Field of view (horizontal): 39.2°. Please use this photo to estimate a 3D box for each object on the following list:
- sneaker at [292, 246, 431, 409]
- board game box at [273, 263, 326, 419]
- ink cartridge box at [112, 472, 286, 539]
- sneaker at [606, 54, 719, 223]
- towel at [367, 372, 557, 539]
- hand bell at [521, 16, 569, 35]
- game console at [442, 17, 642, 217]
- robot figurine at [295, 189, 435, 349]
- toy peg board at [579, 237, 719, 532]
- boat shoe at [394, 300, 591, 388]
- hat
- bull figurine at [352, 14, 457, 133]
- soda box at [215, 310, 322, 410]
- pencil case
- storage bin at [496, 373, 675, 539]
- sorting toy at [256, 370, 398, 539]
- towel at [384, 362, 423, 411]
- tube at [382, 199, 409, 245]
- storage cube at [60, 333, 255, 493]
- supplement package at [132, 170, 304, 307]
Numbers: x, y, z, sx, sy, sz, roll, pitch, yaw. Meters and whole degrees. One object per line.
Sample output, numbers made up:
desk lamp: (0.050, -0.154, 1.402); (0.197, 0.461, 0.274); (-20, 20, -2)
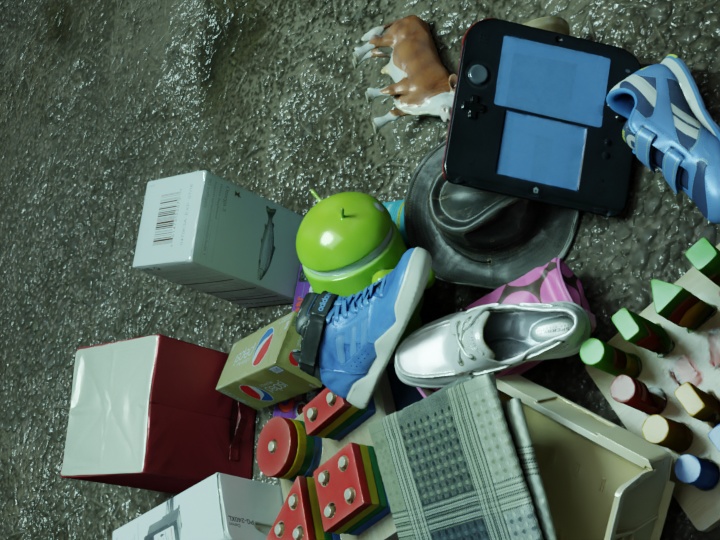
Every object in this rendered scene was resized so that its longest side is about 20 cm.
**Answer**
sneaker: (-0.007, 0.043, 1.029); (0.110, 0.077, 0.201); (28, 127, 5)
board game box: (-0.043, 0.090, 1.261); (0.119, 0.032, 0.203); (-3, 73, 45)
ink cartridge box: (-0.179, 0.325, 1.215); (0.199, 0.145, 0.084); (-32, 54, 29)
sneaker: (0.304, -0.120, 0.984); (0.081, 0.074, 0.202); (-16, 52, 2)
towel: (0.095, 0.208, 0.938); (0.192, 0.034, 0.202); (-31, 71, 48)
hand bell: (0.218, -0.161, 1.096); (0.104, 0.104, 0.202); (-31, 68, 29)
game console: (0.191, -0.159, 1.044); (0.031, 0.197, 0.179); (127, 153, -77)
robot figurine: (0.000, 0.000, 1.133); (0.115, 0.201, 0.175); (-36, 33, -16)
toy peg board: (0.309, 0.090, 0.904); (0.200, 0.097, 0.200); (-45, 50, 20)
boat shoe: (0.118, 0.064, 0.970); (0.198, 0.069, 0.072); (-16, 74, 17)
hat: (0.133, -0.077, 1.087); (0.198, 0.081, 0.203); (-4, 76, 17)
bull figurine: (0.061, -0.236, 1.246); (0.120, 0.065, 0.201); (-16, 51, 0)
soda box: (-0.102, 0.111, 1.202); (0.200, 0.064, 0.068); (-28, 38, 59)
pencil case: (0.146, 0.073, 1.038); (0.199, 0.091, 0.094); (-34, 41, 12)
storage bin: (0.169, 0.227, 0.941); (0.199, 0.093, 0.201); (26, 112, 45)
sorting toy: (-0.041, 0.226, 1.124); (0.199, 0.069, 0.202); (-42, 46, 34)
towel: (0.049, 0.204, 1.125); (0.111, 0.048, 0.203); (-2, 75, 41)
tube: (0.044, -0.056, 1.226); (0.199, 0.050, 0.078); (-9, 50, 43)
storage cube: (-0.258, 0.192, 1.309); (0.198, 0.179, 0.173); (-10, 68, 37)
supplement package: (-0.172, -0.035, 1.298); (0.116, 0.199, 0.118); (-6, 71, 39)
